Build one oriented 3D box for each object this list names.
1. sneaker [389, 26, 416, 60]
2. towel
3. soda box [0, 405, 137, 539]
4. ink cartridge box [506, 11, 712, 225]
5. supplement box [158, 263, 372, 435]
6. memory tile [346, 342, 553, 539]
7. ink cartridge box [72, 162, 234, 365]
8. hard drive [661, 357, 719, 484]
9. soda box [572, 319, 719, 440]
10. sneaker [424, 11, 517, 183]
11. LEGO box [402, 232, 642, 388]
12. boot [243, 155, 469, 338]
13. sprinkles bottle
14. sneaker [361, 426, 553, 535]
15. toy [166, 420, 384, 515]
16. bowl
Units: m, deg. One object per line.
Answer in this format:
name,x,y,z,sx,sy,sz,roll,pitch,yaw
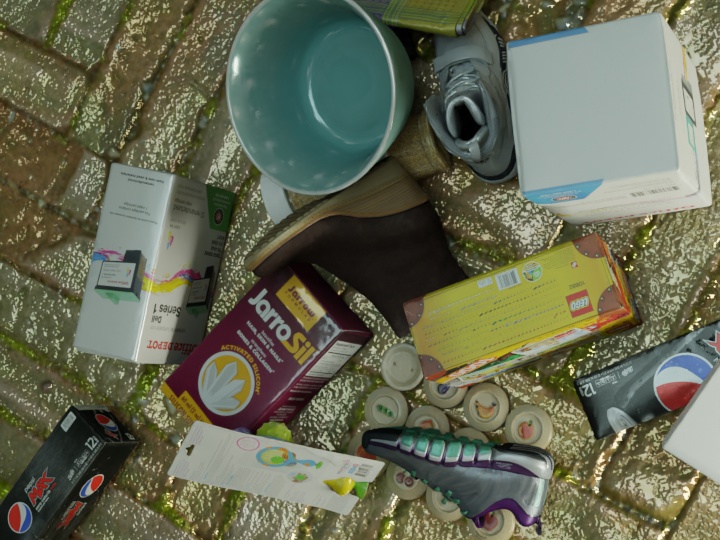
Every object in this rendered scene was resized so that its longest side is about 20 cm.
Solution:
sneaker,-0.020,-0.189,1.552,0.200,0.069,0.100,-46,74,13
towel,0.042,-0.294,1.520,0.198,0.023,0.144,10,47,21
soda box,-0.339,0.246,1.629,0.063,0.071,0.201,42,102,21
ink cartridge box,0.238,-0.134,1.374,0.145,0.200,0.148,-8,81,20
supplement box,-0.101,0.096,1.549,0.200,0.086,0.110,-46,71,11
memory tile,0.090,0.176,1.504,0.199,0.017,0.155,25,94,22
ink cartridge box,-0.220,-0.002,1.574,0.083,0.145,0.202,12,90,22
hard drive,0.396,0.161,1.336,0.199,0.025,0.133,32,108,3
soda box,0.308,0.095,1.394,0.199,0.071,0.064,-25,81,18
sneaker,0.108,-0.191,1.476,0.074,0.115,0.202,-18,79,19
LEGO box,0.158,0.043,1.410,0.198,0.149,0.078,-21,76,15
boot,0.000,0.000,1.479,0.199,0.072,0.167,-31,100,-6
sprinkles bottle,-0.006,-0.106,1.540,0.198,0.068,0.069,-19,78,19
sneaker,0.090,0.209,1.455,0.198,0.074,0.089,7,93,21
toy,-0.086,0.188,1.490,0.198,0.115,0.048,17,50,-13
bowl,-0.026,-0.182,1.456,0.199,0.105,0.203,7,103,30
